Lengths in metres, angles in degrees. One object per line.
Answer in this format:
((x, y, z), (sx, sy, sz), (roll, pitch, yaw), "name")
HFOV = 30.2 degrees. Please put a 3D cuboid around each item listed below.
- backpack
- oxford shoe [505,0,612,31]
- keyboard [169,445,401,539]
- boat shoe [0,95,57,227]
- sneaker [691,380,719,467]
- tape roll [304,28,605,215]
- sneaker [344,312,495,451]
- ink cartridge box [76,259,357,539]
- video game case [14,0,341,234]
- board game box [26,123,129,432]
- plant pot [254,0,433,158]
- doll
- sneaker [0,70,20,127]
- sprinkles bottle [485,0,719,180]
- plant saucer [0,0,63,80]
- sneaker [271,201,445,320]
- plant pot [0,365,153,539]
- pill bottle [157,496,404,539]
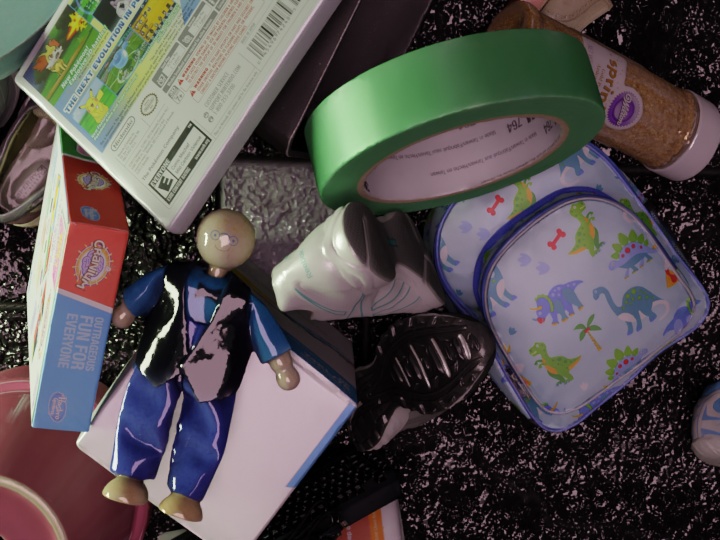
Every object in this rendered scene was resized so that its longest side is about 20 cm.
((0.152, -0.001, 1.027), (0.182, 0.147, 0.201), (-37, 93, 2), "backpack")
((0.121, -0.149, 1.041), (0.073, 0.071, 0.201), (34, 98, -8), "oxford shoe")
((-0.057, 0.188, 1.026), (0.198, 0.104, 0.040), (-26, 124, -22), "keyboard")
((-0.230, -0.119, 1.048), (0.072, 0.065, 0.201), (35, 98, -5), "boat shoe")
((0.364, 0.147, 1.094), (0.198, 0.072, 0.073), (21, 72, -10), "sneaker")
((0.063, -0.094, 0.894), (0.198, 0.201, 0.049), (-16, 76, 3), "tape roll")
((0.051, 0.077, 1.029), (0.079, 0.200, 0.075), (-18, 78, -30), "sneaker")
((-0.101, 0.089, 1.015), (0.145, 0.200, 0.147), (37, 97, -7), "ink cartridge box")
((-0.124, -0.158, 0.890), (0.182, 0.022, 0.201), (41, 102, 25), "video game case")
((-0.207, -0.003, 0.959), (0.040, 0.200, 0.155), (8, 114, -18), "board game box")
((-0.057, -0.212, 0.976), (0.176, 0.199, 0.202), (30, 99, 9), "plant pot")
((-0.106, 0.059, 0.883), (0.135, 0.048, 0.203), (14, 93, 6), "doll")
((-0.329, -0.077, 1.030), (0.074, 0.116, 0.202), (19, 99, -3), "sneaker")
((0.182, -0.133, 1.007), (0.198, 0.068, 0.069), (21, 100, -29), "sprinkles bottle")
((-0.294, -0.189, 0.996), (0.197, 0.201, 0.036), (-18, 137, 3), "plant saucer")
((0.000, 0.000, 0.935), (0.080, 0.200, 0.071), (-28, 73, 18), "sneaker")
((-0.269, 0.192, 1.044), (0.197, 0.179, 0.203), (0, 100, 1), "plant pot")
((-0.061, 0.242, 1.085), (0.197, 0.112, 0.114), (-8, 100, 2), "pill bottle")
